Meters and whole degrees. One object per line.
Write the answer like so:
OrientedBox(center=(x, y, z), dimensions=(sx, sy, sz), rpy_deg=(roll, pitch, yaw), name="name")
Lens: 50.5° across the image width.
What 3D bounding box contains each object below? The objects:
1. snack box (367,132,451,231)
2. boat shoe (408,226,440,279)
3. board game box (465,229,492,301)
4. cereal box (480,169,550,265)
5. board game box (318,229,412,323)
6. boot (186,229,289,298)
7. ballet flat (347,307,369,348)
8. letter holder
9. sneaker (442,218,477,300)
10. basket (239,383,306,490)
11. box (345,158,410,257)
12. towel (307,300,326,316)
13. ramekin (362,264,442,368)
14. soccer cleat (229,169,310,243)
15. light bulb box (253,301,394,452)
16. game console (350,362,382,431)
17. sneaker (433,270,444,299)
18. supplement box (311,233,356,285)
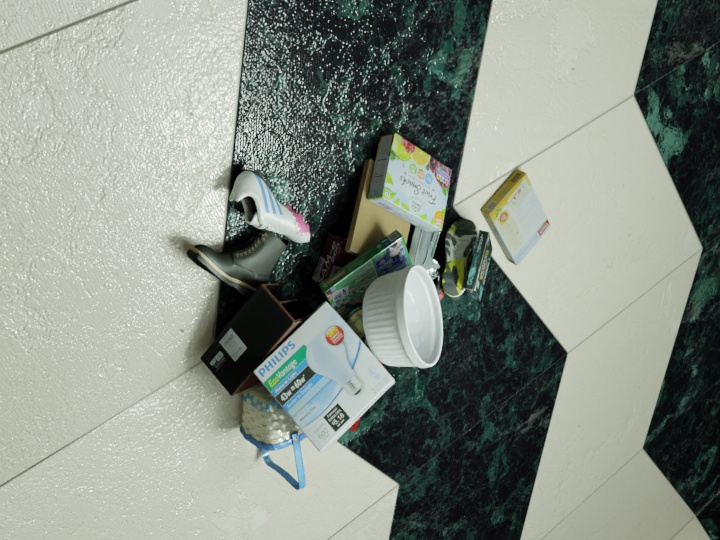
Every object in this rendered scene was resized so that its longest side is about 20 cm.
OrientedBox(center=(0.109, -0.184, 1.635), dimensions=(0.198, 0.052, 0.146), rpy_deg=(23, 74, -41), name="snack box")
OrientedBox(center=(0.142, -0.016, 1.700), dimensions=(0.070, 0.070, 0.206), rpy_deg=(73, 27, -68), name="boat shoe")
OrientedBox(center=(0.281, -0.007, 1.801), dimensions=(0.200, 0.027, 0.139), rpy_deg=(38, 66, -75), name="board game box")
OrientedBox(center=(0.393, -0.130, 1.915), dimensions=(0.144, 0.039, 0.201), rpy_deg=(-46, 130, -11), name="cereal box")
OrientedBox(center=(0.019, 0.023, 1.586), dimensions=(0.198, 0.029, 0.136), rpy_deg=(-35, 138, -10), name="board game box")
OrientedBox(center=(-0.232, -0.040, 1.465), dimensions=(0.140, 0.077, 0.200), rpy_deg=(-59, 145, -6), name="boot")
OrientedBox(center=(0.013, 0.139, 1.615), dimensions=(0.071, 0.070, 0.201), rpy_deg=(-46, 161, -11), name="ballet flat")
OrientedBox(center=(-0.195, 0.131, 1.516), dimensions=(0.201, 0.101, 0.142), rpy_deg=(-48, 167, 15), name="letter holder")
OrientedBox(center=(0.227, -0.024, 1.804), dimensions=(0.085, 0.073, 0.204), rpy_deg=(81, 24, -68), name="sneaker")
OrientedBox(center=(-0.171, 0.340, 1.605), dimensions=(0.137, 0.175, 0.206), rpy_deg=(-10, 106, -34), name="basket")
OrientedBox(center=(0.047, -0.111, 1.624), dimensions=(0.162, 0.021, 0.205), rpy_deg=(25, 73, -42), name="box")
OrientedBox(center=(-0.083, 0.134, 1.640), dimensions=(0.199, 0.030, 0.147), rpy_deg=(-40, 139, -4), name="towel")
OrientedBox(center=(0.084, 0.097, 1.535), dimensions=(0.199, 0.103, 0.206), rpy_deg=(31, 54, -57), name="ramekin")
OrientedBox(center=(-0.177, -0.103, 1.467), dimensions=(0.200, 0.069, 0.088), rpy_deg=(47, 58, -33), name="soccer cleat")
OrientedBox(center=(-0.067, 0.206, 1.477), dimensions=(0.198, 0.200, 0.125), rpy_deg=(-43, 170, -6), name="light bulb box")
OrientedBox(center=(0.019, 0.239, 1.650), dimensions=(0.202, 0.030, 0.179), rpy_deg=(106, 6, -54), name="game console")
OrientedBox(center=(0.115, 0.056, 1.754), dimensions=(0.198, 0.071, 0.099), rpy_deg=(-28, 144, -27), name="sneaker")
OrientedBox(center=(0.000, 0.000, 1.660), dimensions=(0.197, 0.061, 0.111), rpy_deg=(14, 102, -39), name="supplement box")
